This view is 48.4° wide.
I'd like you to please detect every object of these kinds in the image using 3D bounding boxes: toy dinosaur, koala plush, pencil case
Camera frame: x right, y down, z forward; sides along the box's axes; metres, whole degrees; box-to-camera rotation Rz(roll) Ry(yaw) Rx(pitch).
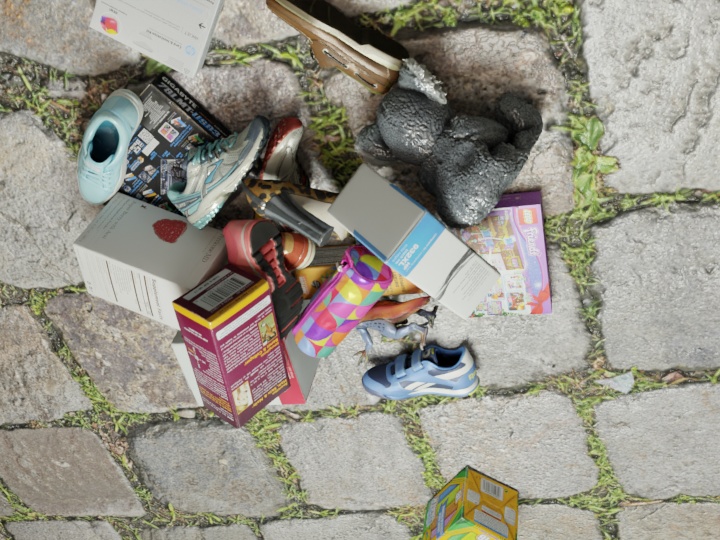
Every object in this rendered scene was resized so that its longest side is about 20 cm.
[{"bbox_3d":[0.027,0.059,1.250,0.180,0.105,0.201,15,139,14],"label":"toy dinosaur"},{"bbox_3d":[0.103,-0.167,1.031,0.200,0.184,0.178,37,126,-4],"label":"koala plush"},{"bbox_3d":[-0.032,0.045,1.190,0.088,0.089,0.200,29,127,-10],"label":"pencil case"}]

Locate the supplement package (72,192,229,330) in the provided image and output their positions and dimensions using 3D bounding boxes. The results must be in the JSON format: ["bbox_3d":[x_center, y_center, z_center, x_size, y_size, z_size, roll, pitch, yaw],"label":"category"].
[{"bbox_3d":[-0.302,-0.009,1.201,0.199,0.122,0.120,20,142,11],"label":"supplement package"}]

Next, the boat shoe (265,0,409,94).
[{"bbox_3d":[-0.038,-0.290,1.022,0.199,0.072,0.068,29,127,-9],"label":"boat shoe"}]

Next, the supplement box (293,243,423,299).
[{"bbox_3d":[0.000,0.000,1.241,0.198,0.069,0.067,-4,124,18],"label":"supplement box"}]

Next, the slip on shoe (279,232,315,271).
[{"bbox_3d":[-0.154,-0.014,1.243,0.061,0.075,0.199,17,153,-40],"label":"slip on shoe"}]

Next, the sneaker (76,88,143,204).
[{"bbox_3d":[-0.371,-0.162,1.134,0.074,0.082,0.201,26,128,-5],"label":"sneaker"}]

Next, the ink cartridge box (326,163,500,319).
[{"bbox_3d":[0.073,-0.035,1.054,0.084,0.145,0.200,-52,136,4],"label":"ink cartridge box"}]

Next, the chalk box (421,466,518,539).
[{"bbox_3d":[0.198,0.497,1.541,0.124,0.124,0.200,28,128,-8],"label":"chalk box"}]

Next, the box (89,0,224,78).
[{"bbox_3d":[-0.251,-0.370,1.031,0.155,0.041,0.201,25,127,-6],"label":"box"}]

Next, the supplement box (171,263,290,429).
[{"bbox_3d":[-0.179,0.108,1.140,0.085,0.110,0.201,23,135,36],"label":"supplement box"}]

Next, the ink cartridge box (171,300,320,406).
[{"bbox_3d":[-0.183,0.124,1.328,0.198,0.146,0.145,-5,126,15],"label":"ink cartridge box"}]

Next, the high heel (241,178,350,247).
[{"bbox_3d":[-0.073,-0.101,1.126,0.142,0.200,0.072,32,111,10],"label":"high heel"}]

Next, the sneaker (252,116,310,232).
[{"bbox_3d":[-0.103,-0.137,1.164,0.082,0.078,0.201,12,137,-5],"label":"sneaker"}]

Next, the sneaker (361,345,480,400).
[{"bbox_3d":[0.098,0.165,1.345,0.198,0.074,0.083,-6,124,8],"label":"sneaker"}]

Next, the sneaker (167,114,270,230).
[{"bbox_3d":[-0.201,-0.145,1.112,0.086,0.078,0.200,37,118,-12],"label":"sneaker"}]

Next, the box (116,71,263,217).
[{"bbox_3d":[-0.279,-0.158,1.196,0.198,0.050,0.200,40,125,-18],"label":"box"}]

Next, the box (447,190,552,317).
[{"bbox_3d":[0.209,-0.019,1.194,0.136,0.039,0.201,-3,126,16],"label":"box"}]

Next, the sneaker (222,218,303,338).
[{"bbox_3d":[-0.146,0.008,1.175,0.086,0.074,0.201,13,128,38],"label":"sneaker"}]
